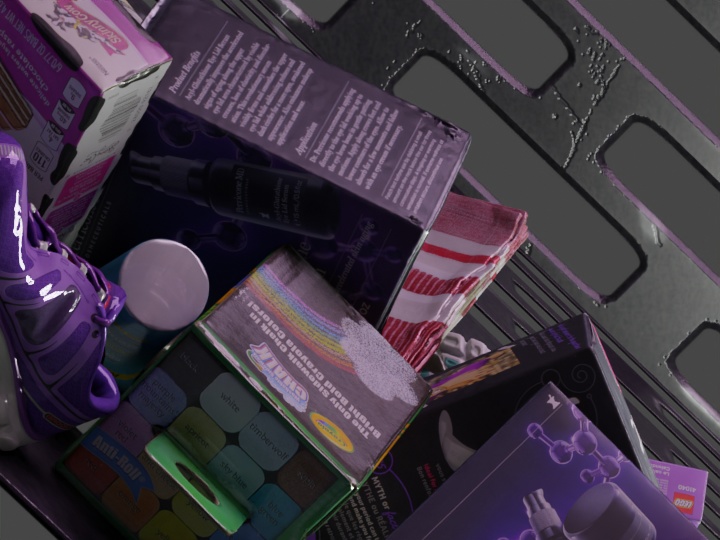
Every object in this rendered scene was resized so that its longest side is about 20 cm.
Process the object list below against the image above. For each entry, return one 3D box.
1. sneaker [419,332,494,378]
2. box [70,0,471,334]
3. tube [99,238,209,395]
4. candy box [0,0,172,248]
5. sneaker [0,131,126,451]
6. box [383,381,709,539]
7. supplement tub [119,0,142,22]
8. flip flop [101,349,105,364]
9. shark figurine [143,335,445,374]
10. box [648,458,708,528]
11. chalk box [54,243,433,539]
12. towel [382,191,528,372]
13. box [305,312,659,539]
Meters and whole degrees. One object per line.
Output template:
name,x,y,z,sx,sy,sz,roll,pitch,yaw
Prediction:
sneaker,0.020,0.090,1.909,0.091,0.200,0.078,53,42,-55
box,-0.060,-0.044,1.692,0.200,0.148,0.104,25,40,1
tube,-0.137,0.027,1.658,0.077,0.050,0.200,48,-22,-4
candy box,-0.201,-0.089,1.631,0.136,0.200,0.061,46,45,14
sneaker,-0.161,0.003,1.465,0.200,0.083,0.081,82,-6,-47
box,0.077,0.181,1.602,0.141,0.200,0.079,44,-25,8
supplement tub,-0.216,-0.140,1.938,0.200,0.145,0.145,51,11,32
flip flop,-0.220,-0.007,1.591,0.200,0.081,0.058,50,24,0
shark figurine,-0.064,0.060,1.865,0.128,0.214,0.090,143,-58,-71
box,0.108,0.153,1.864,0.200,0.039,0.137,12,-31,0
chalk box,-0.067,0.092,1.572,0.124,0.124,0.200,46,25,0
towel,0.000,0.000,1.815,0.144,0.023,0.200,19,41,20
box,0.066,0.124,1.742,0.106,0.200,0.122,-72,140,-79
